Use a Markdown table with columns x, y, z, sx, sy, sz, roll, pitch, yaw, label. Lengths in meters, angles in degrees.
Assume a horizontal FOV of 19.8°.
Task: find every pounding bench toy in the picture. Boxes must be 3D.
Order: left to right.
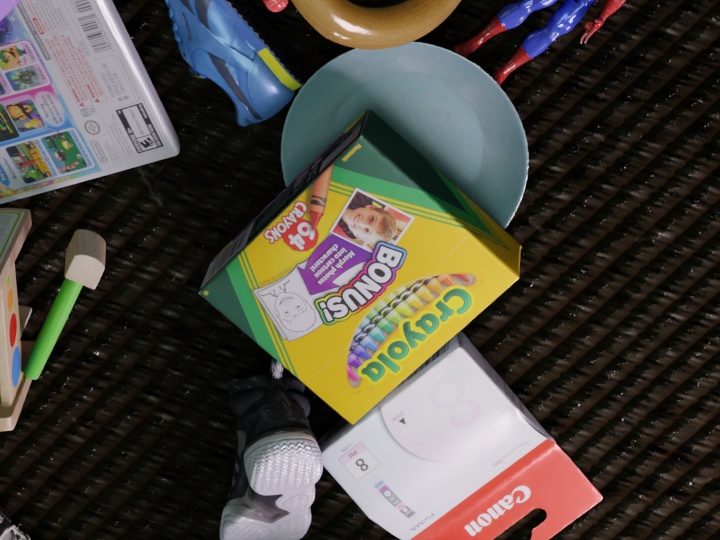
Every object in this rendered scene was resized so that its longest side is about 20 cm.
| x | y | z | sx | sy | sz | roll | pitch | yaw | label |
| --- | --- | --- | --- | --- | --- | --- | --- | --- | --- |
| -0.300 | 0.047 | 1.683 | 0.198 | 0.125 | 0.157 | 1 | 118 | 3 | pounding bench toy |

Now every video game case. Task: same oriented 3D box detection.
| x | y | z | sx | sy | sz | roll | pitch | yaw | label |
| --- | --- | --- | --- | --- | --- | --- | --- | --- | --- |
| -0.260 | -0.143 | 1.630 | 0.180 | 0.024 | 0.201 | -14 | 136 | 9 | video game case |

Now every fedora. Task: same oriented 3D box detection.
| x | y | z | sx | sy | sz | roll | pitch | yaw | label |
| --- | --- | --- | --- | --- | --- | --- | --- | --- | --- |
| 0.004 | -0.267 | 1.563 | 0.199 | 0.082 | 0.203 | -5 | 100 | -31 | fedora |

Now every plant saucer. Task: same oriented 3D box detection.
| x | y | z | sx | sy | sz | roll | pitch | yaw | label |
| --- | --- | --- | --- | --- | --- | --- | --- | --- | --- |
| 0.037 | -0.096 | 1.657 | 0.199 | 0.039 | 0.203 | 3 | 117 | 7 | plant saucer |

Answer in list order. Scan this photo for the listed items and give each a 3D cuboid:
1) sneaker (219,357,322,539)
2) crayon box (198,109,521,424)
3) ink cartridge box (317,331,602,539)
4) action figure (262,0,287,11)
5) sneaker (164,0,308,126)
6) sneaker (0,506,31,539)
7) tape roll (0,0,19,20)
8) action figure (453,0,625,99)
| x | y | z | sx | sy | sz | roll | pitch | yaw | label |
| --- | --- | --- | --- | --- | --- | --- | --- | --- | --- |
| -0.078 | 0.156 | 1.745 | 0.075 | 0.115 | 0.201 | 1 | 146 | -15 | sneaker |
| 0.000 | 0.000 | 1.655 | 0.172 | 0.058 | 0.200 | 41 | 116 | -14 | crayon box |
| 0.085 | 0.174 | 1.753 | 0.162 | 0.057 | 0.200 | -38 | 98 | 15 | ink cartridge box |
| -0.105 | -0.284 | 1.601 | 0.065 | 0.099 | 0.201 | -34 | 82 | 17 | action figure |
| -0.129 | -0.201 | 1.624 | 0.078 | 0.066 | 0.201 | -34 | 104 | 18 | sneaker |
| -0.335 | 0.229 | 1.786 | 0.198 | 0.074 | 0.089 | 16 | 112 | -2 | sneaker |
| -0.337 | -0.264 | 1.555 | 0.198 | 0.066 | 0.202 | -5 | 69 | 12 | tape roll |
| 0.166 | -0.216 | 1.610 | 0.200 | 0.052 | 0.066 | -40 | 99 | 13 | action figure |
